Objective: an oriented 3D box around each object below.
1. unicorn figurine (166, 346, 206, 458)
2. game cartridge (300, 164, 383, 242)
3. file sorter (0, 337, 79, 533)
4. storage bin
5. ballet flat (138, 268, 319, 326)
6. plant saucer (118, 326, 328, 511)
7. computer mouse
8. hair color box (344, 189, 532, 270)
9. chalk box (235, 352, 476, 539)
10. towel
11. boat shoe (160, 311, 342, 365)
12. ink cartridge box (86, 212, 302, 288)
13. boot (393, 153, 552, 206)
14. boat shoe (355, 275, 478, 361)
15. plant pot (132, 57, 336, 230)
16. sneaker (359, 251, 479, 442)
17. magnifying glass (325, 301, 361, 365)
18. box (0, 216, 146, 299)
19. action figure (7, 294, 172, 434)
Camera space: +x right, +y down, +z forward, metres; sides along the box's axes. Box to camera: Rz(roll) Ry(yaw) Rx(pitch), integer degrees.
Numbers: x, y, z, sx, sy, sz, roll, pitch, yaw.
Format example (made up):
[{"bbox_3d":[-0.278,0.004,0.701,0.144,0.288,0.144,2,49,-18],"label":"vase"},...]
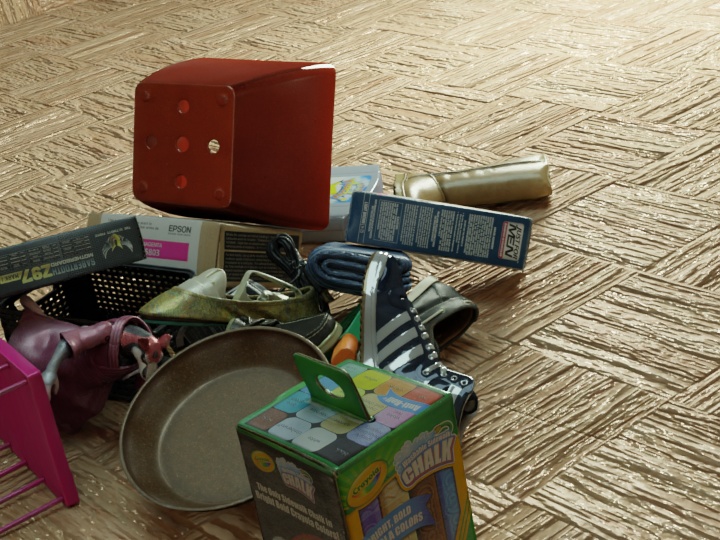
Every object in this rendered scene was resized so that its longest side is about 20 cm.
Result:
[{"bbox_3d":[-0.112,0.146,1.269,0.199,0.074,0.137,11,26,6],"label":"unicorn figurine"},{"bbox_3d":[-0.042,-0.092,1.804,0.133,0.041,0.200,1,26,15],"label":"game cartridge"},{"bbox_3d":[-0.373,0.147,1.268,0.125,0.139,0.200,-24,28,-27],"label":"file sorter"},{"bbox_3d":[-0.279,0.061,1.482,0.199,0.094,0.135,5,28,32],"label":"storage bin"},{"bbox_3d":[-0.132,0.030,1.405,0.199,0.071,0.071,7,15,-28],"label":"ballet flat"},{"bbox_3d":[-0.113,0.136,1.192,0.200,0.037,0.201,-13,43,12],"label":"plant saucer"},{"bbox_3d":[-0.124,0.049,1.471,0.200,0.110,0.044,-35,-3,-34],"label":"computer mouse"},{"bbox_3d":[0.090,-0.045,1.519,0.199,0.061,0.100,10,3,7],"label":"hair color box"},{"bbox_3d":[-0.004,0.151,1.036,0.124,0.201,0.124,-27,29,-35],"label":"chalk box"},{"bbox_3d":[0.000,0.000,1.463,0.111,0.049,0.200,8,4,1],"label":"towel"},{"bbox_3d":[-0.114,0.079,1.344,0.200,0.066,0.072,-22,19,25],"label":"boat shoe"},{"bbox_3d":[-0.194,-0.023,1.588,0.199,0.075,0.165,6,1,31],"label":"ink cartridge box"},{"bbox_3d":[0.142,-0.099,1.713,0.199,0.066,0.175,-7,24,4],"label":"boot"},{"bbox_3d":[0.046,0.079,1.349,0.068,0.072,0.200,32,47,17],"label":"boat shoe"},{"bbox_3d":[-0.161,-0.149,1.584,0.199,0.201,0.176,7,8,27],"label":"plant pot"},{"bbox_3d":[0.055,0.077,1.253,0.108,0.070,0.201,-2,68,9],"label":"sneaker"},{"bbox_3d":[-0.014,0.069,1.351,0.080,0.022,0.200,-49,6,6],"label":"magnifying glass"},{"bbox_3d":[-0.337,-0.006,1.404,0.199,0.051,0.158,-16,3,-23],"label":"box"},{"bbox_3d":[-0.248,0.085,1.318,0.200,0.134,0.149,-23,45,35],"label":"action figure"}]
